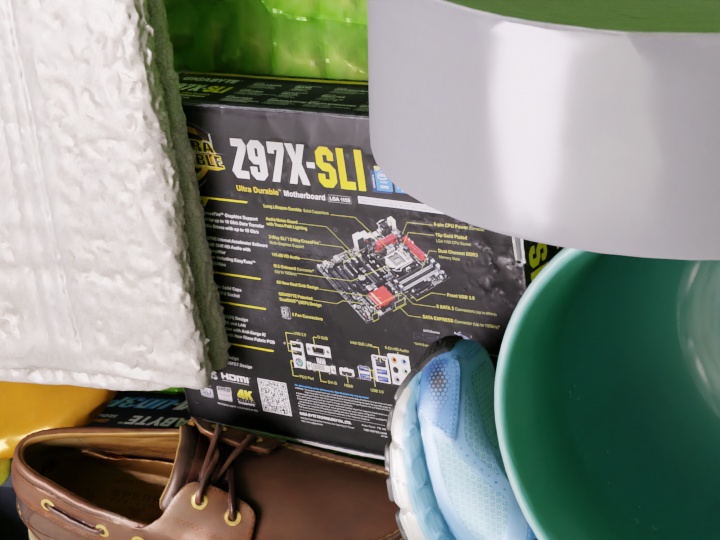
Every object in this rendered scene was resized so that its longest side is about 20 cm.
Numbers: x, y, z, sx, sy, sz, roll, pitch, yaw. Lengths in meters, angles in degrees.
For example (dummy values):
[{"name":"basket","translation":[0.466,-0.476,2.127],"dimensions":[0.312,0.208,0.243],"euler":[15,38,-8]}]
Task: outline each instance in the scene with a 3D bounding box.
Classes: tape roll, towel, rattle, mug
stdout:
[{"name":"tape roll","translation":[0.102,-0.071,0.596],"dimensions":[0.200,0.200,0.066],"euler":[13,118,32]},{"name":"towel","translation":[-0.130,-0.040,0.835],"dimensions":[0.132,0.034,0.200],"euler":[3,114,23]},{"name":"rattle","translation":[-0.176,0.125,0.968],"dimensions":[0.130,0.143,0.200],"euler":[-135,30,-59]},{"name":"mug","translation":[0.139,0.051,0.629],"dimensions":[0.152,0.114,0.185],"euler":[-6,106,34]}]

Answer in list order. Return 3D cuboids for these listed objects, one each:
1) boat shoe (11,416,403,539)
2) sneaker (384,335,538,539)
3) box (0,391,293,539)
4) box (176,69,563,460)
[{"name":"boat shoe","translation":[-0.064,0.104,0.845],"dimensions":[0.200,0.072,0.068],"euler":[1,137,20]},{"name":"sneaker","translation":[0.084,0.110,0.738],"dimensions":[0.090,0.078,0.200],"euler":[-26,96,30]},{"name":"box","translation":[-0.107,0.142,0.982],"dimensions":[0.200,0.046,0.159],"euler":[0,112,38]},{"name":"box","translation":[0.000,0.000,0.820],"dimensions":[0.200,0.049,0.160],"euler":[7,115,36]}]
